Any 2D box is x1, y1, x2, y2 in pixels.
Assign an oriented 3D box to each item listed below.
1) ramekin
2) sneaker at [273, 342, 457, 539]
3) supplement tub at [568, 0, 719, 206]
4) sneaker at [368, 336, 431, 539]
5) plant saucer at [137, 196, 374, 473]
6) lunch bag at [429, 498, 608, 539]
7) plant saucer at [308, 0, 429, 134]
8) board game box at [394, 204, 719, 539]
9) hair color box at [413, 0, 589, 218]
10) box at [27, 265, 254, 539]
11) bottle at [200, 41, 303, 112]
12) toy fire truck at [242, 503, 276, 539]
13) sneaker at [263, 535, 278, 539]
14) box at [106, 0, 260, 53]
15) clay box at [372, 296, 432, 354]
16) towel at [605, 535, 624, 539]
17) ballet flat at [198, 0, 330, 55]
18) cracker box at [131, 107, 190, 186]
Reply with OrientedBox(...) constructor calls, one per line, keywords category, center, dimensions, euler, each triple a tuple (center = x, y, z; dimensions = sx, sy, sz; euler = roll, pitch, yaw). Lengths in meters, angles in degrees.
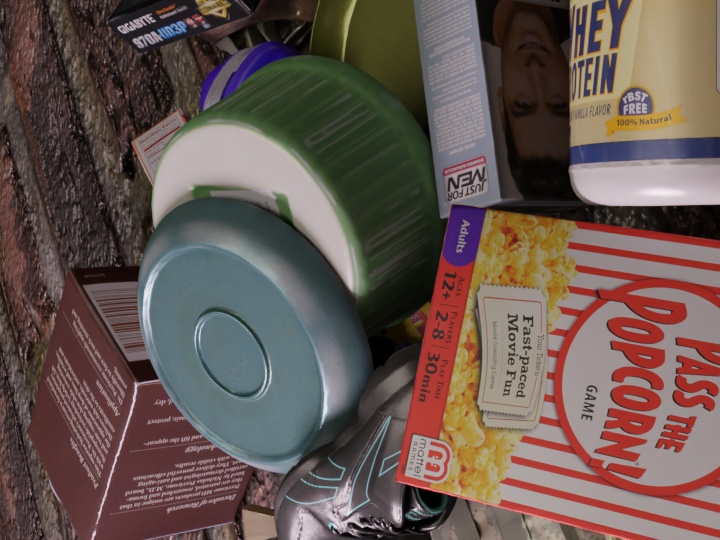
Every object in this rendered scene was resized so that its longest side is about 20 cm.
OrientedBox(category="ramekin", center=(-0.046, -0.032, 0.778), dimensions=(0.198, 0.097, 0.203), euler=(18, 123, 29))
OrientedBox(category="sneaker", center=(0.008, 0.134, 0.713), dimensions=(0.201, 0.075, 0.080), euler=(-57, 45, 34))
OrientedBox(category="supplement tub", center=(0.179, -0.135, 0.603), dimensions=(0.143, 0.143, 0.203), euler=(3, 94, 52))
OrientedBox(category="sneaker", center=(0.035, 0.137, 0.830), dimensions=(0.201, 0.076, 0.091), euler=(54, 133, 0))
OrientedBox(category="plant saucer", center=(-0.079, 0.051, 0.764), dimensions=(0.198, 0.027, 0.203), euler=(18, 123, 30))
OrientedBox(category="lunch bag", center=(0.131, 0.119, 0.707), dimensions=(0.200, 0.116, 0.166), euler=(-39, 61, 40))
OrientedBox(category="plant saucer", center=(0.025, -0.176, 0.880), dimensions=(0.199, 0.031, 0.203), euler=(-10, 77, 55))
OrientedBox(category="board game box", center=(0.129, 0.056, 0.596), dimensions=(0.197, 0.046, 0.154), euler=(9, 83, 25))
OrientedBox(category="hair color box", center=(0.092, -0.138, 0.754), dimensions=(0.060, 0.098, 0.203), euler=(-13, 82, 51))
OrientedBox(category="box", center=(-0.192, 0.121, 1.087), dimensions=(0.166, 0.163, 0.202), euler=(48, 128, 38))
OrientedBox(category="bottle", center=(-0.096, -0.147, 0.990), dimensions=(0.084, 0.065, 0.200), euler=(-58, 19, -5))
OrientedBox(category="toy fire truck", center=(-0.026, 0.282, 0.937), dimensions=(0.200, 0.127, 0.179), euler=(-134, 56, -65))
OrientedBox(category="sneaker", center=(-0.069, 0.227, 0.845), dimensions=(0.199, 0.085, 0.082), euler=(-27, 55, 53))
OrientedBox(category="box", center=(-0.125, -0.278, 1.009), dimensions=(0.199, 0.046, 0.160), euler=(-1, 57, 53))
OrientedBox(category="clay box", center=(0.000, 0.000, 0.861), dimensions=(0.201, 0.047, 0.115), euler=(51, 135, 2))
OrientedBox(category="towel", center=(0.208, 0.076, 0.603), dimensions=(0.198, 0.036, 0.150), euler=(-20, 73, 20))
OrientedBox(category="ballet flat", center=(-0.093, -0.221, 1.024), dimensions=(0.199, 0.068, 0.068), euler=(-4, 117, 54))
OrientedBox(category="cracker box", center=(-0.113, -0.025, 1.000), dimensions=(0.057, 0.134, 0.201), euler=(-32, 58, 3))
